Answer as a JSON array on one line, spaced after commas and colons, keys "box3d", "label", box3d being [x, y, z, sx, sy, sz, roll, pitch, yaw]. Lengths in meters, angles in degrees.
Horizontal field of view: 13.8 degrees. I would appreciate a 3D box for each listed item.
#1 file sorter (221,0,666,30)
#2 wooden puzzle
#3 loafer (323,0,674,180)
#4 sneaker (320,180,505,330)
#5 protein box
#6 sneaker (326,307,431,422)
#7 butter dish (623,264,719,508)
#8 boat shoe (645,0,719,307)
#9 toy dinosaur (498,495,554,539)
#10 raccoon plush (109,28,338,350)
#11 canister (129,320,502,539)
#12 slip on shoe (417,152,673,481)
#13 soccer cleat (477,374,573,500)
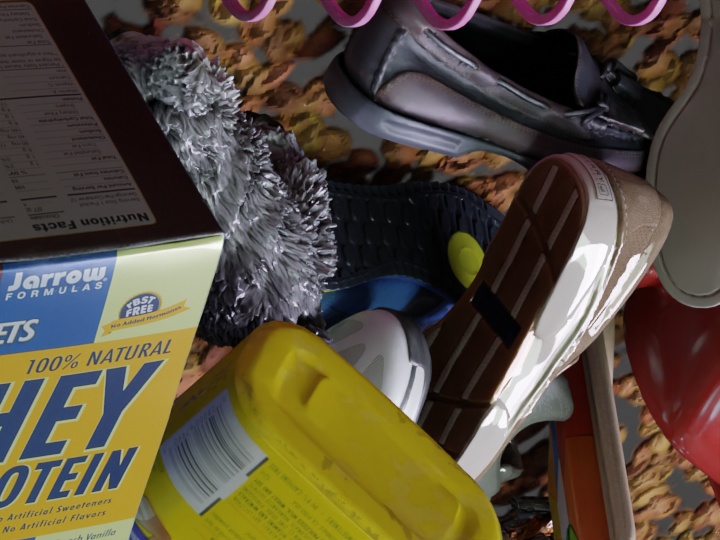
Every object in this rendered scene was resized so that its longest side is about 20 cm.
[{"box3d": [0.034, -0.175, 1.161, 0.200, 0.126, 0.139, -3, 135, -33], "label": "file sorter"}, {"box3d": [0.115, 0.122, 1.515, 0.037, 0.200, 0.185, -1, 139, 2], "label": "wooden puzzle"}, {"box3d": [0.078, -0.083, 1.346, 0.200, 0.072, 0.063, 7, 124, -37], "label": "loafer"}, {"box3d": [0.000, 0.000, 1.398, 0.200, 0.066, 0.078, 5, 156, -46], "label": "sneaker"}, {"box3d": [-0.171, -0.001, 1.147, 0.135, 0.200, 0.199, -7, 136, -29], "label": "protein box"}, {"box3d": [-0.065, 0.082, 1.328, 0.200, 0.076, 0.115, -44, 140, 16], "label": "sneaker"}, {"box3d": [0.193, 0.014, 1.471, 0.148, 0.200, 0.200, 27, 115, -23], "label": "butter dish"}, {"box3d": [0.182, -0.080, 1.367, 0.063, 0.072, 0.201, 5, 95, -59], "label": "boat shoe"}, {"box3d": [0.102, 0.187, 1.653, 0.199, 0.102, 0.136, 15, 108, -19], "label": "toy dinosaur"}, {"box3d": [-0.047, -0.015, 1.234, 0.097, 0.200, 0.134, -43, 163, -3], "label": "raccoon plush"}, {"box3d": [-0.056, 0.128, 1.239, 0.149, 0.087, 0.200, 43, 124, -10], "label": "canister"}, {"box3d": [0.071, 0.033, 1.360, 0.060, 0.076, 0.200, 8, 122, -38], "label": "slip on shoe"}, {"box3d": [0.028, 0.105, 1.489, 0.086, 0.070, 0.200, 22, 132, -28], "label": "soccer cleat"}]
